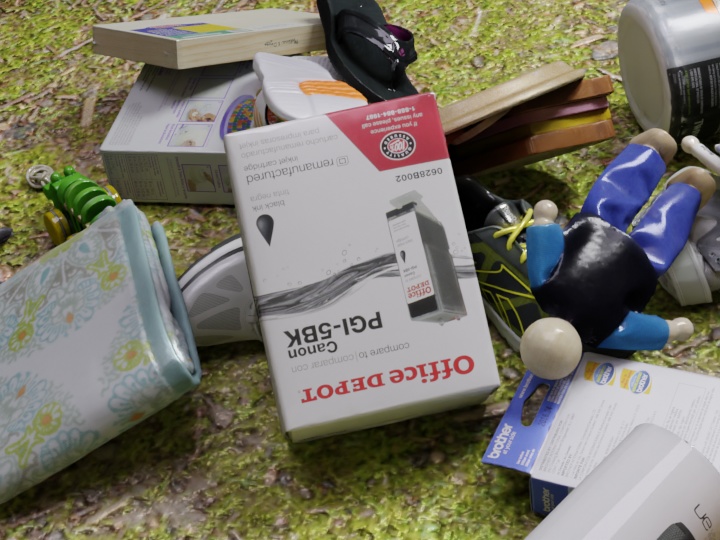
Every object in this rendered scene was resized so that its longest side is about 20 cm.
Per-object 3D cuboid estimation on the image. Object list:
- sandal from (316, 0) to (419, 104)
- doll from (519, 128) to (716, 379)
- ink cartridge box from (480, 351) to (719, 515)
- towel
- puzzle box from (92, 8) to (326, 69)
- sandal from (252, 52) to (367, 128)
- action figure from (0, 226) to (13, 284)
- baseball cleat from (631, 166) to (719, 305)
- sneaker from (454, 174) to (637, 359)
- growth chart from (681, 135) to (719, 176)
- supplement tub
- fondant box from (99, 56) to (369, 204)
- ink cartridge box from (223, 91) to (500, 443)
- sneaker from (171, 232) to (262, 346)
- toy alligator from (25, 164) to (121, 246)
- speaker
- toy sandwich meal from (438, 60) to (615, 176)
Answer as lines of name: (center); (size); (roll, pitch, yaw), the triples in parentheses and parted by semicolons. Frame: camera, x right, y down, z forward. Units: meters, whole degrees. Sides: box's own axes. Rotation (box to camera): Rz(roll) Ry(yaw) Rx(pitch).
sandal: (0.008, -0.193, 1.299); (0.075, 0.048, 0.201); (14, 33, -28)
doll: (0.169, -0.003, 1.047); (0.136, 0.048, 0.200); (44, 58, -5)
ink cartridge box: (0.188, 0.114, 0.992); (0.199, 0.042, 0.119); (13, 44, 20)
towel: (-0.200, 0.054, 1.094); (0.171, 0.048, 0.200); (-34, 38, 9)
puzzle box: (-0.114, -0.203, 1.372); (0.200, 0.026, 0.133); (-13, 21, -38)
sandal: (-0.045, -0.122, 1.228); (0.079, 0.059, 0.207); (7, 17, -12)
action figure: (-0.352, -0.055, 1.252); (0.119, 0.102, 0.200); (-16, 73, -53)
baseball cleat: (0.280, 0.000, 1.108); (0.106, 0.070, 0.200); (-45, 47, -15)
sneaker: (0.114, 0.000, 1.109); (0.074, 0.085, 0.200); (-36, 46, -28)
growth chart: (0.328, -0.066, 1.135); (0.199, 0.018, 0.145); (2, 24, -27)
supplement tub: (0.316, -0.178, 1.260); (0.199, 0.123, 0.123); (-14, 39, -7)
fondant box: (-0.098, -0.118, 1.315); (0.199, 0.058, 0.144); (1, 40, 13)
ink cartridge box: (0.000, 0.000, 1.043); (0.146, 0.083, 0.201); (-12, 81, -4)
sneaker: (-0.034, 0.023, 1.116); (0.200, 0.076, 0.115); (-19, 38, -17)
toy alligator: (-0.226, -0.056, 1.265); (0.059, 0.054, 0.200); (-27, 43, -22)
speaker: (0.117, 0.176, 0.871); (0.200, 0.081, 0.081); (-41, 48, -20)
toy sandwich meal: (0.093, -0.096, 1.191); (0.205, 0.070, 0.205); (-23, 3, 1)
